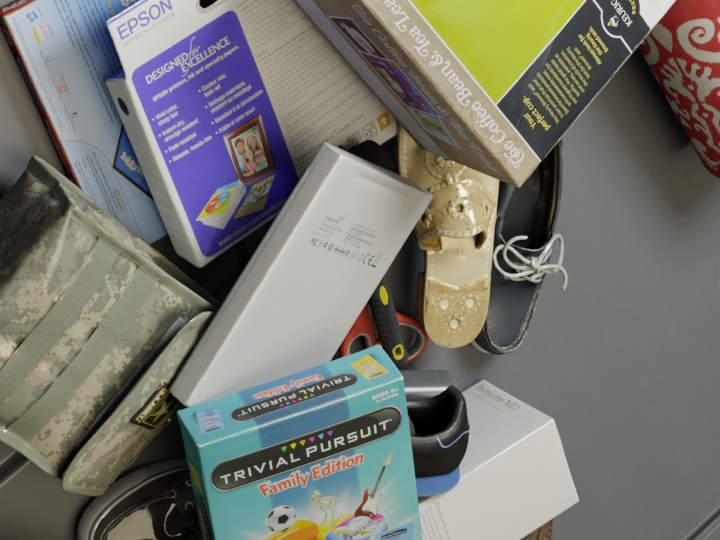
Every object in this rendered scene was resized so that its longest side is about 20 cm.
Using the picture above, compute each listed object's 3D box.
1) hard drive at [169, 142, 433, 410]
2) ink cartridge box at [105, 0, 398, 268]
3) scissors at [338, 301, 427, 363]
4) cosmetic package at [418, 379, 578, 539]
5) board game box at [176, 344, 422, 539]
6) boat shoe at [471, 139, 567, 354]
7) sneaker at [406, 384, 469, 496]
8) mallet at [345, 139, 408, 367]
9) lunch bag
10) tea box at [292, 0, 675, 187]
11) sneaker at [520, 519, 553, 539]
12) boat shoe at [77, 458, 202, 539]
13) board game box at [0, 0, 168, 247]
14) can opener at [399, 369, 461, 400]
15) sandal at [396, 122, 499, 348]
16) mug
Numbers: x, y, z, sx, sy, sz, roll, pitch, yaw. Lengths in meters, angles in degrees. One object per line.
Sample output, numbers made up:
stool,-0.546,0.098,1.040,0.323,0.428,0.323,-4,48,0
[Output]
hard drive,-0.039,0.015,1.501,0.200,0.026,0.132,-57,149,8
ink cartridge box,-0.079,-0.137,1.514,0.198,0.043,0.201,-35,124,-26
scissors,-0.002,0.014,1.621,0.073,0.014,0.200,-31,131,-9
cosmetic package,0.056,0.180,1.677,0.200,0.107,0.085,-32,119,-21
board game box,-0.037,0.166,1.508,0.150,0.047,0.201,-18,125,-15
boat shoe,0.123,-0.025,1.678,0.075,0.062,0.201,0,106,-34
sneaker,-0.012,0.131,1.572,0.199,0.070,0.078,-11,126,-26
mallet,0.000,0.000,1.585,0.066,0.041,0.201,-27,131,-25
lunch bag,-0.189,0.052,1.479,0.164,0.118,0.200,-50,125,3
tea box,0.080,-0.202,1.473,0.197,0.133,0.200,-49,124,-10
sneaker,0.122,0.242,1.713,0.200,0.075,0.071,-44,149,-46
boat shoe,-0.108,0.179,1.602,0.199,0.066,0.070,-11,111,-28
board game box,-0.168,-0.113,1.499,0.103,0.019,0.201,-30,119,-18
can opener,-0.015,0.111,1.629,0.199,0.067,0.054,0,122,-19
sandal,0.074,-0.031,1.595,0.077,0.070,0.213,-9,116,-11
mug,0.300,-0.190,1.694,0.177,0.133,0.200,-39,125,-12
